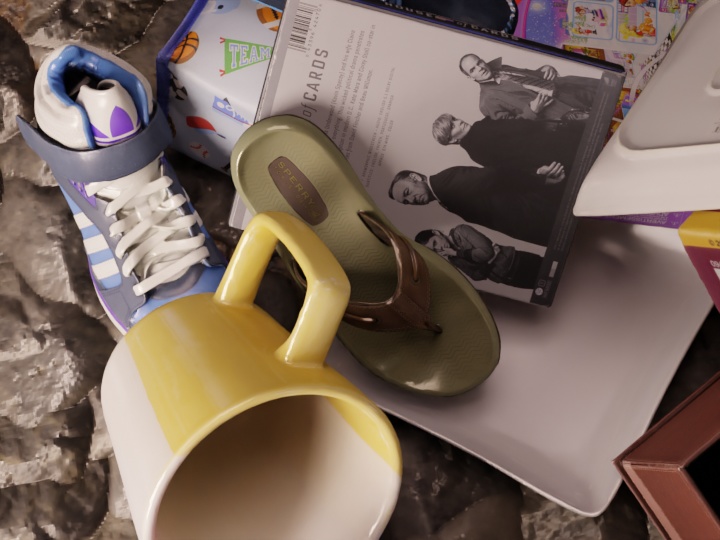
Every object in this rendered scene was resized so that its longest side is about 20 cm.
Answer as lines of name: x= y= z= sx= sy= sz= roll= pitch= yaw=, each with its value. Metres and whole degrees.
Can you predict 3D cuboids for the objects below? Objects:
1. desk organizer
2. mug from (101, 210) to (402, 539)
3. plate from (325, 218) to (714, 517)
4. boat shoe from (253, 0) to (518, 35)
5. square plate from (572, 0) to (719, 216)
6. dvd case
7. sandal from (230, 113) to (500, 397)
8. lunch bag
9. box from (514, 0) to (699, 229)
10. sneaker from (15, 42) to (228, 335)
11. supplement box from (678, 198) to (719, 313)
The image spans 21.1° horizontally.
desk organizer: x=0.250 y=0.078 z=1.098 sx=0.200 sy=0.077 sz=0.072 roll=-37 pitch=98 yaw=-17
mug: x=-0.061 y=0.077 z=1.078 sx=0.186 sy=0.149 sz=0.153 roll=-43 pitch=39 yaw=2
plate: x=0.099 y=0.031 z=1.170 sx=0.199 sy=0.032 sz=0.201 roll=25 pitch=65 yaw=16
boat shoe: x=-0.003 y=-0.170 z=1.129 sx=0.198 sy=0.069 sz=0.085 roll=12 pitch=69 yaw=-3
square plate: x=0.230 y=-0.109 z=1.064 sx=0.199 sy=0.029 sz=0.198 roll=-3 pitch=42 yaw=47
dvd case: x=0.037 y=-0.071 z=1.115 sx=0.198 sy=0.151 sz=0.025 roll=14 pitch=21 yaw=-6
sandal: x=-0.001 y=0.000 z=1.096 sx=0.080 sy=0.057 sz=0.201 roll=-42 pitch=104 yaw=8
lunch bag: x=-0.014 y=-0.149 z=1.222 sx=0.169 sy=0.124 sz=0.201 roll=27 pitch=61 yaw=6
box: x=0.159 y=-0.119 z=1.224 sx=0.136 sy=0.039 sz=0.201 roll=7 pitch=53 yaw=1
sneaker: x=-0.138 y=-0.045 z=1.157 sx=0.080 sy=0.147 sz=0.201 roll=-26 pitch=63 yaw=-11
supplement box: x=0.291 y=-0.041 z=1.039 sx=0.200 sy=0.104 sz=0.131 roll=-44 pitch=26 yaw=-21
